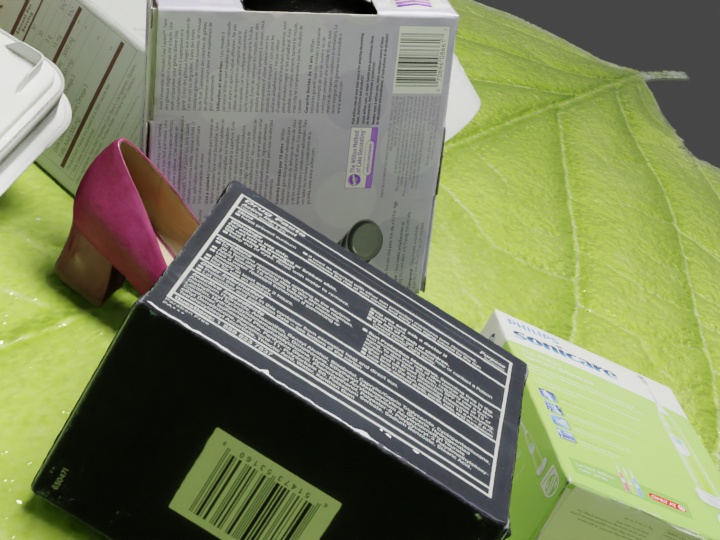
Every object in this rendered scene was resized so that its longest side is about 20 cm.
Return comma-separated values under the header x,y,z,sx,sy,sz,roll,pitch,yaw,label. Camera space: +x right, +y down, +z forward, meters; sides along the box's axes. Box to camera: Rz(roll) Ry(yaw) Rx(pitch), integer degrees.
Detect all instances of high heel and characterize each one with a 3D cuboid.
x,y,z,sx,sy,sz,roll,pitch,yaw,label
-0.080,0.009,0.985,0.199,0.096,0.068,28,33,-2,high heel

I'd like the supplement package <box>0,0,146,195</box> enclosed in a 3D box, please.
x,y,z,sx,sy,sz,roll,pitch,yaw,label
-0.160,-0.122,1.155,0.200,0.118,0.117,40,24,21,supplement package

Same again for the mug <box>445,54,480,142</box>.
x,y,z,sx,sy,sz,roll,pitch,yaw,label
-0.020,-0.157,1.317,0.176,0.147,0.200,59,35,-14,mug

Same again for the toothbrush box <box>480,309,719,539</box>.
x,y,z,sx,sy,sz,roll,pitch,yaw,label
0.142,0.128,1.050,0.145,0.086,0.200,23,22,-20,toothbrush box

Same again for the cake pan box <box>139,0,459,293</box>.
x,y,z,sx,sy,sz,roll,pitch,yaw,label
-0.042,-0.079,1.033,0.182,0.201,0.052,-3,30,-14,cake pan box

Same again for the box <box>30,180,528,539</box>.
x,y,z,sx,sy,sz,roll,pitch,yaw,label
-0.030,0.078,0.867,0.199,0.124,0.199,32,21,-3,box

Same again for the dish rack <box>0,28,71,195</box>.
x,y,z,sx,sy,sz,roll,pitch,yaw,label
-0.267,-0.103,0.976,0.171,0.044,0.200,32,41,-1,dish rack
